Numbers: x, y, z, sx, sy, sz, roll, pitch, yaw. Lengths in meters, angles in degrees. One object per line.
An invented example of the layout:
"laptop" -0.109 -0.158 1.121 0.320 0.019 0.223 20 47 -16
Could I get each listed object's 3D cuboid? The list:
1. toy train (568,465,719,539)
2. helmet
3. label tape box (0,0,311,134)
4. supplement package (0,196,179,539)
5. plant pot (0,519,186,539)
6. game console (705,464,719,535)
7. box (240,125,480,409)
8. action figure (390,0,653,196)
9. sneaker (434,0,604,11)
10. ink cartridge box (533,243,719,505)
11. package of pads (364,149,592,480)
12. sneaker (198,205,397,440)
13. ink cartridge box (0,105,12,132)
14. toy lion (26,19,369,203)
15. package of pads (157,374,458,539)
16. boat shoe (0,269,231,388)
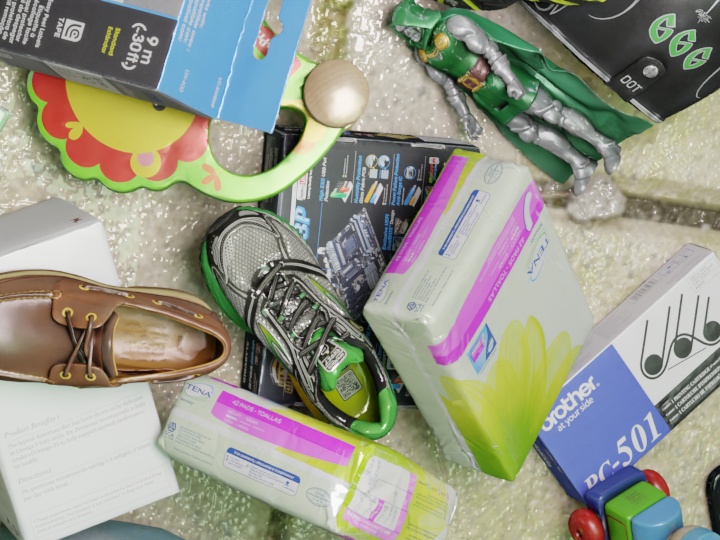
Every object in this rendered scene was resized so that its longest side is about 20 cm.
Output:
"toy train" 0.234 0.259 1.763 0.084 0.115 0.202 -26 121 -26
"helmet" 0.227 -0.225 1.670 0.200 0.200 0.191 37 102 -23
"label tape box" -0.137 -0.188 1.521 0.198 0.063 0.145 15 84 12
"supplement package" -0.217 0.067 1.567 0.116 0.117 0.202 -19 106 -17
"plant pot" -0.186 0.273 1.584 0.199 0.195 0.198 -19 106 -29
"game console" 0.390 0.239 1.844 0.169 0.118 0.202 -17 105 -19
"box" 0.000 0.000 1.683 0.158 0.046 0.202 2 98 -22
"action figure" 0.102 -0.133 1.680 0.199 0.118 0.055 35 53 -14
"sneaker" 0.098 -0.231 1.620 0.075 0.199 0.077 28 71 -56
"ink cartridge box" 0.217 0.080 1.786 0.200 0.044 0.094 -40 111 -10
"package of pads" 0.089 0.029 1.640 0.155 0.068 0.201 -59 143 -26
"sneaker" -0.035 0.036 1.604 0.078 0.085 0.200 -43 110 -9
"ink cartridge box" -0.323 -0.041 1.490 0.087 0.145 0.201 29 88 -23
"toy lion" -0.122 -0.123 1.586 0.200 0.069 0.192 45 85 -3
"package of pads" -0.028 0.141 1.591 0.069 0.154 0.200 -66 155 -6
"boat shoe" -0.177 0.040 1.478 0.198 0.067 0.073 3 97 -24
